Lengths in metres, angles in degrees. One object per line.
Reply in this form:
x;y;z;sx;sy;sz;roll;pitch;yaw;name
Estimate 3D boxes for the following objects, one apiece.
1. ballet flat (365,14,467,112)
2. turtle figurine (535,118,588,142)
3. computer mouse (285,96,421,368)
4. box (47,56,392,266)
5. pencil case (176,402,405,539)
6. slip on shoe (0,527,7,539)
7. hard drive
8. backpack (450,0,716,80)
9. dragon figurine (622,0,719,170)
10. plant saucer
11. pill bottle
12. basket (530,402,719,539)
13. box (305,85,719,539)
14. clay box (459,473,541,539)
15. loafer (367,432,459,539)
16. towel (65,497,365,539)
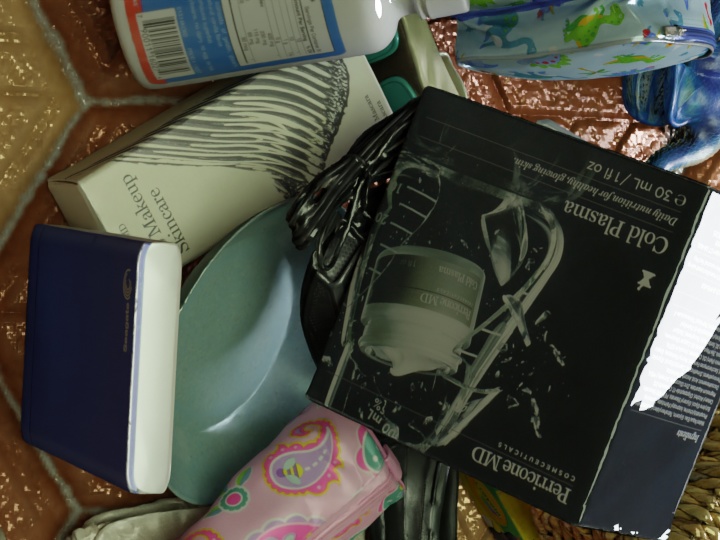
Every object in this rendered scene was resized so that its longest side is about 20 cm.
0.026;-0.137;1.440;0.069;0.069;0.201;-31;108;-20;ballet flat
0.167;-0.009;1.466;0.193;0.200;0.145;2;115;-51;turtle figurine
0.000;0.000;1.372;0.138;0.053;0.201;-42;140;-36;computer mouse
-0.082;-0.069;1.384;0.200;0.068;0.082;-34;106;-20;box
-0.063;0.168;1.364;0.200;0.087;0.088;-44;110;-18;pencil case
-0.222;0.253;1.345;0.060;0.076;0.201;-6;103;-13;slip on shoe
-0.149;0.045;1.288;0.025;0.200;0.133;2;93;-25;hard drive
0.146;-0.193;1.413;0.199;0.182;0.148;-11;95;-50;backpack
0.215;-0.125;1.524;0.099;0.059;0.201;-4;97;-25;dragon figurine
-0.071;0.043;1.379;0.201;0.039;0.202;-37;140;-39;plant saucer
-0.040;-0.174;1.328;0.199;0.112;0.113;-8;98;7;pill bottle
0.207;0.144;1.426;0.149;0.142;0.200;-55;143;-15;basket
0.106;0.024;1.307;0.124;0.199;0.198;16;95;-56;box
0.143;0.152;1.516;0.115;0.048;0.201;-37;109;-20;clay box
0.046;0.195;1.455;0.070;0.068;0.202;-6;96;16;loafer
-0.087;0.206;1.422;0.199;0.034;0.133;-4;97;-26;towel
